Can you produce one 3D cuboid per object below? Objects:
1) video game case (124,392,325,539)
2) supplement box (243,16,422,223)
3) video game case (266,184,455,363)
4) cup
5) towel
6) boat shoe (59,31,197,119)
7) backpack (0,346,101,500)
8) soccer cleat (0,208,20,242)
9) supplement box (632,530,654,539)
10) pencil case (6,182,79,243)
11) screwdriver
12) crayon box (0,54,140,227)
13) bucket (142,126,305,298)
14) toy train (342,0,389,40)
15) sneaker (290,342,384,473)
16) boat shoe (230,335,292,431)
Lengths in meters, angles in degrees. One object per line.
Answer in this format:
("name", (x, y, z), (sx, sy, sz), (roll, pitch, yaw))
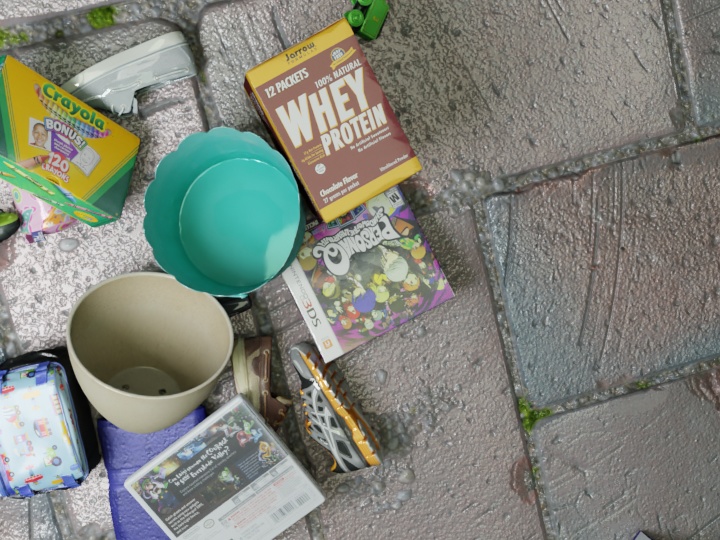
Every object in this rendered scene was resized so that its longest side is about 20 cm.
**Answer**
("video game case", (-0.177, 0.287, 1.183), (0.199, 0.023, 0.182), (-37, 101, 8))
("supplement box", (-0.042, -0.181, 1.123), (0.132, 0.200, 0.198), (-29, 99, -4))
("video game case", (0.000, 0.000, 1.216), (0.199, 0.036, 0.182), (-26, 87, -4))
("cup", (-0.268, 0.123, 1.136), (0.199, 0.201, 0.144), (10, 133, -9))
("towel", (-0.269, 0.282, 1.223), (0.146, 0.050, 0.202), (-6, 98, 0))
("boat shoe", (-0.301, -0.233, 1.146), (0.200, 0.070, 0.072), (-28, 97, -6))
("backpack", (-0.449, 0.202, 1.143), (0.198, 0.135, 0.184), (-10, 97, -4))
("soccer cleat", (-0.504, -0.016, 1.136), (0.199, 0.068, 0.081), (-20, 112, 14))
("supplement box", (0.475, 0.492, 1.322), (0.199, 0.103, 0.101), (37, 89, -12))
("pencil case", (-0.420, -0.139, 1.134), (0.087, 0.087, 0.201), (-19, 100, -6))
("screwdriver", (-0.241, 0.070, 1.210), (0.199, 0.029, 0.028), (-19, 98, -6))
("crayon box", (-0.369, -0.150, 1.082), (0.200, 0.058, 0.120), (32, 57, -43))
("bucket", (-0.163, -0.067, 1.134), (0.205, 0.135, 0.209), (0, 87, 3))
("toy train", (0.037, -0.399, 1.193), (0.056, 0.042, 0.201), (24, 92, -20))
("sneaker", (-0.046, 0.192, 1.230), (0.077, 0.078, 0.201), (-29, 93, 16))
("boat shoe", (-0.127, 0.186, 1.219), (0.071, 0.072, 0.202), (-10, 91, -6))
